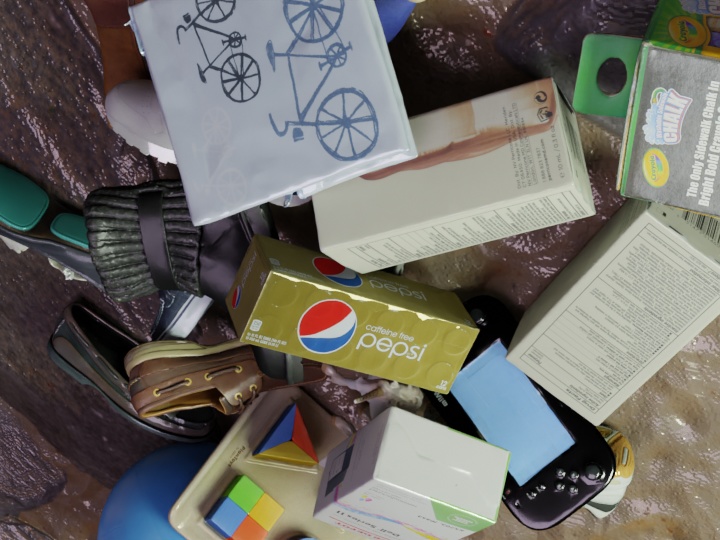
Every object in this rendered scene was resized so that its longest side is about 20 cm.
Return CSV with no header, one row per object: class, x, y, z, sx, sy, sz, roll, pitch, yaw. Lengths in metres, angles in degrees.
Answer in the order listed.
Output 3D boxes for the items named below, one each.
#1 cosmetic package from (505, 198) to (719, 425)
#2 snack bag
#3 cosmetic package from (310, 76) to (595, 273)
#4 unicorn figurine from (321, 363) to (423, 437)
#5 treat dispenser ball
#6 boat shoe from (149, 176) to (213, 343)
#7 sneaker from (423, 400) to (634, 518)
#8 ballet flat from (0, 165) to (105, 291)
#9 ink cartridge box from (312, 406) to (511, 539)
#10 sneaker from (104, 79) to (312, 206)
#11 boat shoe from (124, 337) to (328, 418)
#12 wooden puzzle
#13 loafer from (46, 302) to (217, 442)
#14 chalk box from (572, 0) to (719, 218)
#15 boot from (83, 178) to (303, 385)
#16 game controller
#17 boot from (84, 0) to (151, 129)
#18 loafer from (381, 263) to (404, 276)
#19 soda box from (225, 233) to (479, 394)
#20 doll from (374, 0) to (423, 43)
cosmetic package,0.217,0.024,1.071,0.103,0.073,0.200,36,132,-3
snack bag,-0.070,-0.142,0.990,0.198,0.021,0.191,-19,86,23
cosmetic package,0.069,-0.069,1.011,0.197,0.103,0.089,-14,76,16
unicorn figurine,0.019,0.124,1.214,0.137,0.074,0.201,30,159,46
treat dispenser ball,-0.171,0.279,1.365,0.198,0.202,0.203,13,129,17
boat shoe,-0.168,-0.007,1.243,0.090,0.071,0.201,36,124,-3
sneaker,0.149,0.176,1.217,0.198,0.076,0.088,17,135,17
ballet flat,-0.308,-0.036,1.287,0.198,0.073,0.074,26,132,3
ink cartridge box,0.034,0.192,1.154,0.116,0.068,0.200,21,153,-12
sneaker,-0.115,-0.126,1.075,0.197,0.077,0.081,18,138,10
boat shoe,-0.122,0.105,1.251,0.197,0.068,0.072,-3,152,-12
wooden puzzle,-0.059,0.228,1.286,0.200,0.186,0.046,43,157,-11
loafer,-0.232,0.105,1.355,0.198,0.072,0.063,30,126,6
chalk box,0.249,-0.122,0.915,0.197,0.124,0.126,16,131,16
boot,-0.140,0.014,1.145,0.156,0.079,0.214,-16,99,2
game controller,0.131,0.123,1.152,0.104,0.042,0.201,-37,77,4
boot,-0.141,-0.185,1.098,0.185,0.069,0.202,4,132,9
loafer,0.000,0.000,1.160,0.069,0.070,0.201,28,132,4
soda box,-0.005,0.037,1.088,0.198,0.064,0.068,16,113,-26
doll,-0.024,-0.175,1.054,0.135,0.049,0.200,27,137,-24
